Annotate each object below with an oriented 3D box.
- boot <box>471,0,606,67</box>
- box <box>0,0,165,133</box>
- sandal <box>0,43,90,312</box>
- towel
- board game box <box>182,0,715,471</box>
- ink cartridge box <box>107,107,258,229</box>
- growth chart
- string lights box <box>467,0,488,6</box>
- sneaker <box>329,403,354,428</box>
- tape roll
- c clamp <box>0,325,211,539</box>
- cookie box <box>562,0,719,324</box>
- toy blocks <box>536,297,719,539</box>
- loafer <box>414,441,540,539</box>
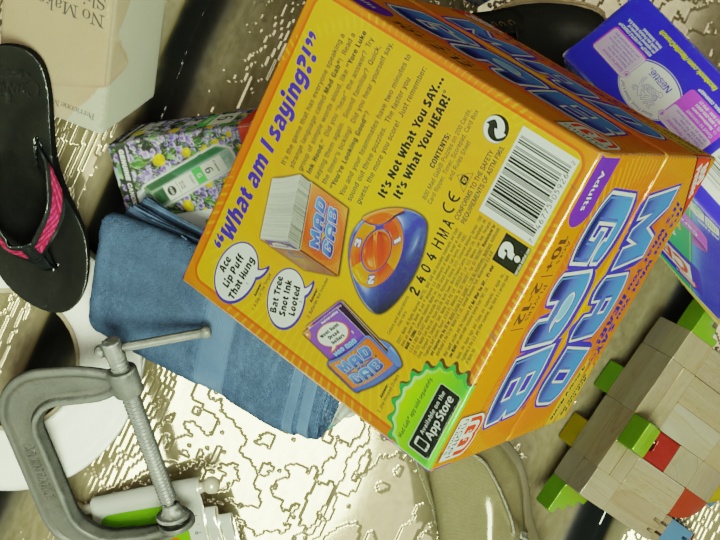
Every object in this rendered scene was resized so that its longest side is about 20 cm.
[{"bbox_3d":[0.102,-0.161,0.998,0.199,0.138,0.078,-13,96,-5],"label":"boot"},{"bbox_3d":[-0.189,-0.208,0.938,0.094,0.078,0.201,21,124,13],"label":"box"},{"bbox_3d":[-0.241,-0.058,0.957,0.075,0.045,0.201,-4,114,3],"label":"sandal"},{"bbox_3d":[-0.098,0.034,0.961,0.199,0.049,0.112,25,118,15],"label":"towel"},{"bbox_3d":[0.056,-0.033,0.824,0.199,0.200,0.201,36,111,24],"label":"board game box"},{"bbox_3d":[-0.075,-0.060,0.983,0.199,0.050,0.110,-6,111,21],"label":"ink cartridge box"},{"bbox_3d":[-0.140,0.256,1.040,0.144,0.018,0.201,-21,87,11],"label":"growth chart"},{"bbox_3d":[0.103,-0.254,0.958,0.059,0.200,0.103,27,91,-8],"label":"string lights box"},{"bbox_3d":[-0.040,0.075,1.002,0.199,0.075,0.089,-10,74,20],"label":"sneaker"},{"bbox_3d":[-0.264,0.066,1.029,0.201,0.037,0.204,-1,94,-7],"label":"tape roll"},{"bbox_3d":[-0.175,0.133,0.982,0.170,0.027,0.201,-3,120,9],"label":"c clamp"},{"bbox_3d":[0.229,-0.073,0.960,0.075,0.200,0.171,-37,66,0],"label":"cookie box"},{"bbox_3d":[0.254,0.139,1.072,0.136,0.100,0.201,34,90,-19],"label":"toy blocks"},{"bbox_3d":[0.091,0.192,1.025,0.076,0.068,0.201,-6,124,34],"label":"loafer"}]
